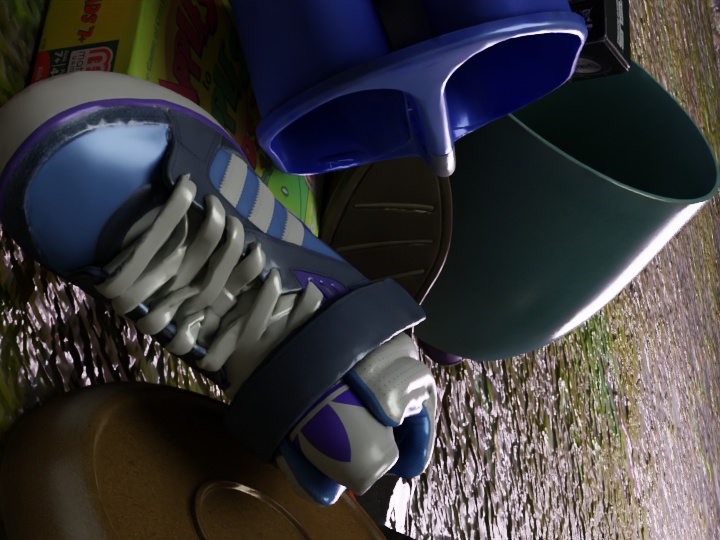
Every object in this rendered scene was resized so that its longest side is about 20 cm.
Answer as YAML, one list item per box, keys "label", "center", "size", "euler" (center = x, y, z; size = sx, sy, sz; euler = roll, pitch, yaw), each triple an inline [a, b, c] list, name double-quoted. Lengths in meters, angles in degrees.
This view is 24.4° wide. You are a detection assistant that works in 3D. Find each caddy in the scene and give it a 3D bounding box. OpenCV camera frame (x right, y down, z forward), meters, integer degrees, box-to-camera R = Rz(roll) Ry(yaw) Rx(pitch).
- label: "caddy"
  center: [0.020, -0.091, 0.706]
  size: [0.200, 0.140, 0.106]
  euler: [51, 20, -84]

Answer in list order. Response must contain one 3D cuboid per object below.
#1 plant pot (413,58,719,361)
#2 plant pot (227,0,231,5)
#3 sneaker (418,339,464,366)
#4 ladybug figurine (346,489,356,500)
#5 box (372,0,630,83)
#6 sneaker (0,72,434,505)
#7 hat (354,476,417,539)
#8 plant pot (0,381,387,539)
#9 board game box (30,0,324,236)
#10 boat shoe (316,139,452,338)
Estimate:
- label: "plant pot"
  center: [0.082, -0.046, 0.973]
  size: [0.162, 0.199, 0.201]
  euler: [-56, 180, 28]
- label: "plant pot"
  center: [-0.029, -0.216, 0.777]
  size: [0.200, 0.138, 0.203]
  euler: [-5, 90, -71]
- label: "sneaker"
  center: [0.058, -0.034, 1.129]
  size: [0.088, 0.075, 0.202]
  euler: [80, 16, -64]
- label: "ladybug figurine"
  center: [-0.046, 0.145, 0.736]
  size: [0.201, 0.071, 0.137]
  euler: [-67, 146, -55]
- label: "box"
  center: [0.037, -0.168, 0.863]
  size: [0.043, 0.198, 0.162]
  euler: [30, 56, -60]
- label: "sneaker"
  center: [-0.041, 0.016, 0.621]
  size: [0.147, 0.081, 0.200]
  euler: [48, 7, 35]
- label: "hat"
  center: [0.025, 0.197, 0.885]
  size: [0.200, 0.080, 0.203]
  euler: [4, 90, -69]
- label: "plant pot"
  center: [-0.043, 0.110, 0.627]
  size: [0.199, 0.028, 0.201]
  euler: [35, 22, -16]
- label: "board game box"
  center: [-0.074, -0.058, 0.744]
  size: [0.200, 0.047, 0.103]
  euler: [58, 32, -54]
- label: "boat shoe"
  center: [0.000, 0.000, 0.882]
  size: [0.068, 0.071, 0.202]
  euler: [-110, -156, -50]
